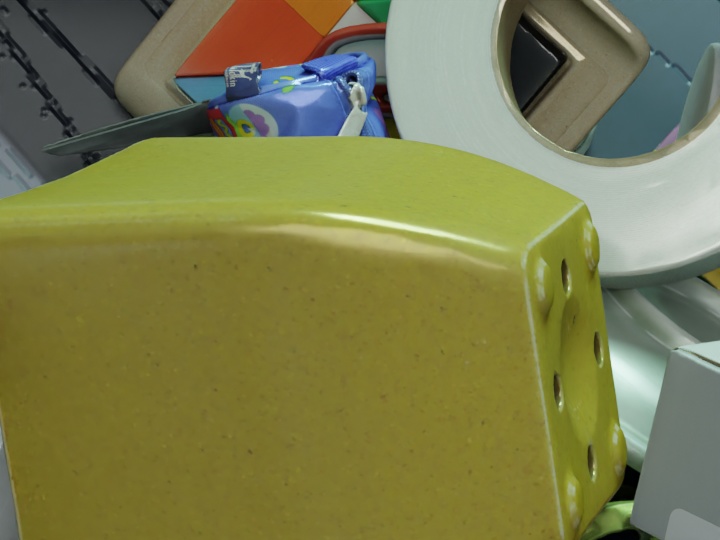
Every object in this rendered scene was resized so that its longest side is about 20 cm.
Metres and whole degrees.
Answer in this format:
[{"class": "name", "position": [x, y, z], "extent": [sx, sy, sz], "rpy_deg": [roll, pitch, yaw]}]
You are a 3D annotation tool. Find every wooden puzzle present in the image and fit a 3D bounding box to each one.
[{"class": "wooden puzzle", "position": [0.004, -0.089, 1.274], "extent": [0.185, 0.037, 0.200], "rpy_deg": [43, 113, 6]}]

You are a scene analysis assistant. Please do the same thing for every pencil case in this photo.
[{"class": "pencil case", "position": [0.000, 0.000, 1.212], "extent": [0.078, 0.087, 0.201], "rpy_deg": [-22, 94, -34]}]

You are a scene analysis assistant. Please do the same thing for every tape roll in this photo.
[{"class": "tape roll", "position": [0.111, -0.092, 1.190], "extent": [0.202, 0.037, 0.204], "rpy_deg": [-2, 80, 13]}]

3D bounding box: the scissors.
[{"class": "scissors", "position": [-0.050, -0.079, 1.272], "extent": [0.199, 0.014, 0.073], "rpy_deg": [5, 104, 17]}]

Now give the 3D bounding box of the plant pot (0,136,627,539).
[{"class": "plant pot", "position": [-0.008, 0.047, 1.086], "extent": [0.199, 0.195, 0.195], "rpy_deg": [-6, 99, 17]}]

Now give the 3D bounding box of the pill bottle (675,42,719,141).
[{"class": "pill bottle", "position": [0.241, -0.037, 1.240], "extent": [0.199, 0.112, 0.113], "rpy_deg": [13, 75, -1]}]

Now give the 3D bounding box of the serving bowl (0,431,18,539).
[{"class": "serving bowl", "position": [-0.174, 0.078, 1.212], "extent": [0.066, 0.200, 0.201], "rpy_deg": [31, 73, -31]}]

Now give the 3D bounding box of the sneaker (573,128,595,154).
[{"class": "sneaker", "position": [0.029, -0.123, 1.321], "extent": [0.200, 0.081, 0.075], "rpy_deg": [33, 77, 5]}]

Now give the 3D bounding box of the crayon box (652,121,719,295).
[{"class": "crayon box", "position": [0.241, -0.040, 1.330], "extent": [0.172, 0.058, 0.200], "rpy_deg": [43, 77, 5]}]

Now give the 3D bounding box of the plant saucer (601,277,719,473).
[{"class": "plant saucer", "position": [0.141, 0.041, 1.230], "extent": [0.200, 0.200, 0.050], "rpy_deg": [32, 106, 3]}]

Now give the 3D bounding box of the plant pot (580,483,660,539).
[{"class": "plant pot", "position": [0.108, 0.173, 1.196], "extent": [0.199, 0.190, 0.201], "rpy_deg": [1, 77, -5]}]

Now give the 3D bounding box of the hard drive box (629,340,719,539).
[{"class": "hard drive box", "position": [0.230, 0.082, 1.101], "extent": [0.200, 0.156, 0.077], "rpy_deg": [-4, 112, -45]}]
